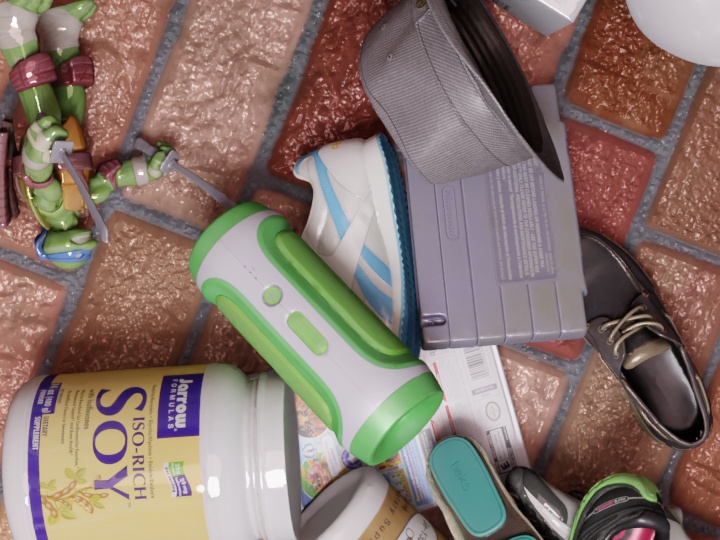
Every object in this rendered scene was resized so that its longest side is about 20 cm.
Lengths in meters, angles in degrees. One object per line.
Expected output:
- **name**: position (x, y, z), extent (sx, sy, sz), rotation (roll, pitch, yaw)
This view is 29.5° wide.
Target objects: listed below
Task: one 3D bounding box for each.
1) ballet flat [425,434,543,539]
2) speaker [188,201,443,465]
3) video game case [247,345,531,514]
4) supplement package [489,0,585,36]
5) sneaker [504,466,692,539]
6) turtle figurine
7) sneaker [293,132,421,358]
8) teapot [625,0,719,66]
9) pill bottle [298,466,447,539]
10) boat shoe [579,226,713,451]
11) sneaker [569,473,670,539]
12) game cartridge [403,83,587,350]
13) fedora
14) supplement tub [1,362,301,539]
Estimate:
- **ballet flat**: position (0.106, 0.208, 1.006), extent (0.067, 0.062, 0.200), rotation (-24, 51, 5)
- **speaker**: position (-0.034, 0.042, 0.977), extent (0.088, 0.088, 0.200), rotation (-45, 71, 1)
- **video game case**: position (0.023, 0.124, 1.087), extent (0.199, 0.018, 0.144), rotation (-16, 95, -2)
- **supplement package**: position (0.154, -0.293, 1.016), extent (0.114, 0.110, 0.200), rotation (31, 92, -5)
- **sneaker**: position (0.198, 0.201, 1.059), extent (0.200, 0.074, 0.080), rotation (32, 83, -12)
- **turtle figurine**: position (-0.190, -0.107, 0.999), extent (0.144, 0.200, 0.195), rotation (-14, 91, -36)
- **sneaker**: position (0.000, 0.000, 1.048), extent (0.080, 0.076, 0.201), rotation (-10, 84, 13)
- **teapot**: position (0.296, -0.225, 0.978), extent (0.200, 0.146, 0.198), rotation (-35, 138, -28)
- **pill bottle**: position (0.037, 0.255, 1.033), extent (0.114, 0.114, 0.200), rotation (-45, 97, 1)
- **boat shoe**: position (0.218, 0.052, 1.063), extent (0.074, 0.073, 0.200), rotation (-36, 95, 0)
- **sneaker**: position (0.171, 0.246, 0.977), extent (0.076, 0.084, 0.201), rotation (10, 100, -9)
- **game cartridge**: position (0.101, -0.042, 1.043), extent (0.129, 0.038, 0.201), rotation (-3, 74, -6)
- **fedora**: position (0.061, -0.129, 0.978), extent (0.090, 0.177, 0.201), rotation (-30, 53, 19)
- **supplement tub**: position (-0.148, 0.144, 1.009), extent (0.199, 0.145, 0.146), rotation (-5, 95, 2)
